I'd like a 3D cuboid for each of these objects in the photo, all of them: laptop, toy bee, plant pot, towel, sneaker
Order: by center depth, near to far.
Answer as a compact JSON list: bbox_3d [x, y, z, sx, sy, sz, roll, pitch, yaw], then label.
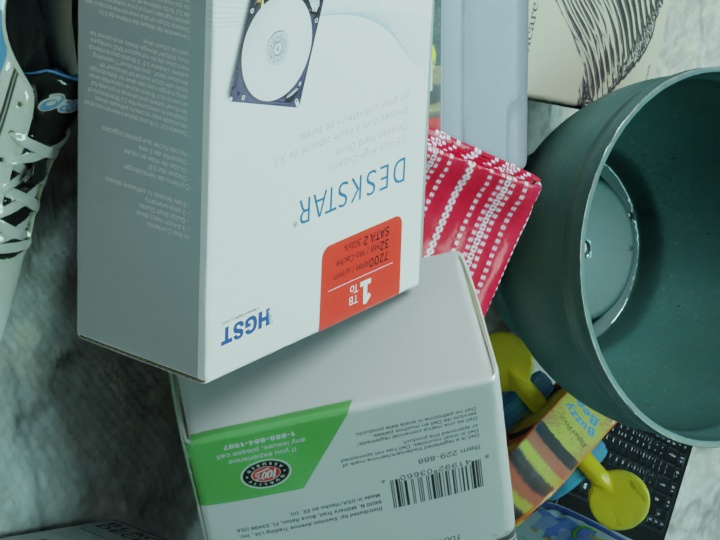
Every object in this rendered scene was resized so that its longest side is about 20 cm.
[{"bbox_3d":[-0.152,-0.053,1.247,0.072,0.072,0.201,-11,113,-58],"label":"sneaker"},{"bbox_3d":[-0.018,-0.010,1.395,0.199,0.022,0.145,20,98,-31],"label":"towel"},{"bbox_3d":[0.152,-0.009,1.621,0.199,0.134,0.202,-2,93,-36],"label":"plant pot"},{"bbox_3d":[0.121,0.074,1.714,0.131,0.109,0.201,34,45,-19],"label":"toy bee"},{"bbox_3d":[0.214,0.114,1.885,0.177,0.103,0.201,27,79,-58],"label":"laptop"}]

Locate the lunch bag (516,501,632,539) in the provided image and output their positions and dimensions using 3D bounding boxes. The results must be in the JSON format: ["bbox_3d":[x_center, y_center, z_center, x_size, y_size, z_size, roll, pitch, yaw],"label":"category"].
[{"bbox_3d":[0.135,0.218,1.702,0.161,0.199,0.083,-38,147,-51],"label":"lunch bag"}]

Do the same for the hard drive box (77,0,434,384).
[{"bbox_3d":[-0.043,-0.075,1.263,0.156,0.076,0.201,-25,125,-47],"label":"hard drive box"}]

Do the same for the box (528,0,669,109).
[{"bbox_3d":[0.092,-0.133,1.616,0.200,0.068,0.083,2,100,-59],"label":"box"}]

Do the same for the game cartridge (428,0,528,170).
[{"bbox_3d":[-0.011,-0.097,1.400,0.199,0.041,0.134,-11,112,-22],"label":"game cartridge"}]

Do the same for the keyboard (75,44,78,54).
[{"bbox_3d":[-0.077,-0.166,1.332,0.104,0.040,0.201,39,60,-29],"label":"keyboard"}]

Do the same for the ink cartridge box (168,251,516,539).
[{"bbox_3d":[-0.006,0.100,1.396,0.201,0.145,0.084,82,-6,-47],"label":"ink cartridge box"}]

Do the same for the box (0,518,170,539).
[{"bbox_3d":[-0.157,0.183,1.347,0.200,0.060,0.117,-1,104,-59],"label":"box"}]
